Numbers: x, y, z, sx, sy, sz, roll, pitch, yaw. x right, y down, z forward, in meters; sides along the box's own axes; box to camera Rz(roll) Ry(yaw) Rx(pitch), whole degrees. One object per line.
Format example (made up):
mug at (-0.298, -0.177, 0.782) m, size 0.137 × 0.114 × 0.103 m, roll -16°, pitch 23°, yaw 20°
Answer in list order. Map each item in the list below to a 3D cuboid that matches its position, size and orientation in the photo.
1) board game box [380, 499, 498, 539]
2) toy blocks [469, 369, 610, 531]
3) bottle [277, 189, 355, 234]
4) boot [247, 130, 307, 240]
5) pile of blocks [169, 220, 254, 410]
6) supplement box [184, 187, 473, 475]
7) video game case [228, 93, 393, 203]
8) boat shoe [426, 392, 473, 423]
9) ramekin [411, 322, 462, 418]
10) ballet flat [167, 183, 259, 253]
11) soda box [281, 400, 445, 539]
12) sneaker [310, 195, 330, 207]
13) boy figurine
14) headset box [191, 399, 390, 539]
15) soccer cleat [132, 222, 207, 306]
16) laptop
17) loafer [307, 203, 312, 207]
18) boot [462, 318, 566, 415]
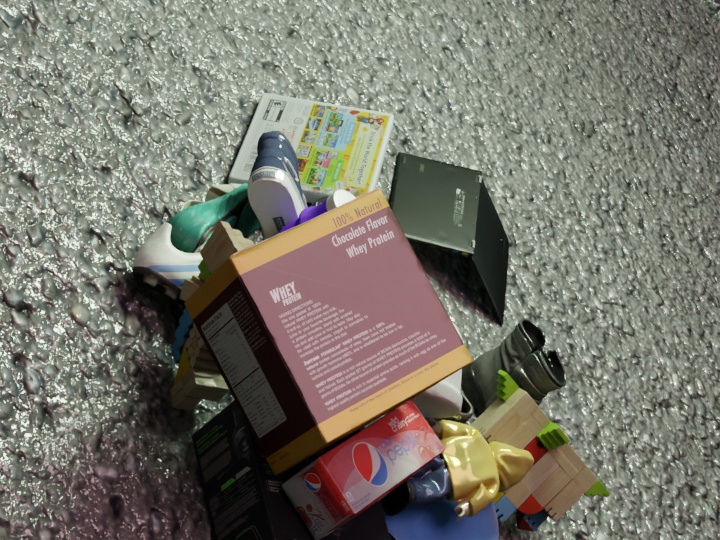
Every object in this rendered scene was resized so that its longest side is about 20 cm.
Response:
board game box at (0.071, 0.281, 1.764) m, size 0.200 × 0.039 × 0.158 m, roll 44°, pitch 39°, yaw -2°
toy blocks at (0.191, 0.245, 1.856) m, size 0.200 × 0.137 × 0.100 m, roll 49°, pitch -7°, yaw -15°
bottle at (-0.075, -0.016, 1.723) m, size 0.065 × 0.200 × 0.084 m, roll 43°, pitch 33°, yaw -10°
boot at (-0.084, -0.066, 1.799) m, size 0.202 × 0.072 × 0.091 m, roll 79°, pitch 12°, yaw -44°
pile of blocks at (-0.152, 0.052, 1.624) m, size 0.062 × 0.203 × 0.082 m, roll 15°, pitch 7°, yaw -41°
supplement box at (-0.033, 0.060, 1.521) m, size 0.196 × 0.133 × 0.202 m, roll -26°, pitch 83°, yaw -33°
video game case at (-0.060, -0.153, 1.940) m, size 0.179 × 0.023 × 0.201 m, roll 10°, pitch 39°, yaw 5°
boat shoe at (0.057, 0.121, 1.873) m, size 0.201 × 0.060 × 0.072 m, roll 46°, pitch 34°, yaw -8°
ramekin at (0.026, 0.094, 1.723) m, size 0.201 × 0.201 × 0.095 m, roll 25°, pitch 72°, yaw -33°
ballet flat at (-0.166, -0.070, 1.793) m, size 0.070 × 0.068 × 0.200 m, roll 35°, pitch 30°, yaw 12°
soda box at (0.007, 0.204, 1.569) m, size 0.070 × 0.063 × 0.199 m, roll 55°, pitch 33°, yaw 7°
sneaker at (0.000, 0.000, 1.844) m, size 0.075 × 0.076 × 0.201 m, roll -37°, pitch 92°, yaw -25°
boy figurine at (0.111, 0.226, 1.745) m, size 0.198 × 0.065 × 0.125 m, roll -5°, pitch 59°, yaw -36°
headset box at (-0.070, 0.237, 1.588) m, size 0.173 × 0.093 × 0.202 m, roll 15°, pitch 47°, yaw -42°
soccer cleat at (-0.159, 0.021, 1.687) m, size 0.199 × 0.070 × 0.087 m, roll 34°, pitch 67°, yaw -22°
laptop at (0.128, -0.048, 2.161) m, size 0.197 × 0.117 × 0.188 m, roll 13°, pitch 41°, yaw -2°
loafer at (-0.044, -0.067, 1.923) m, size 0.070 × 0.068 × 0.203 m, roll 22°, pitch 46°, yaw -50°
boot at (0.216, 0.175, 1.944) m, size 0.069 × 0.131 × 0.202 m, roll -7°, pitch 64°, yaw -53°
